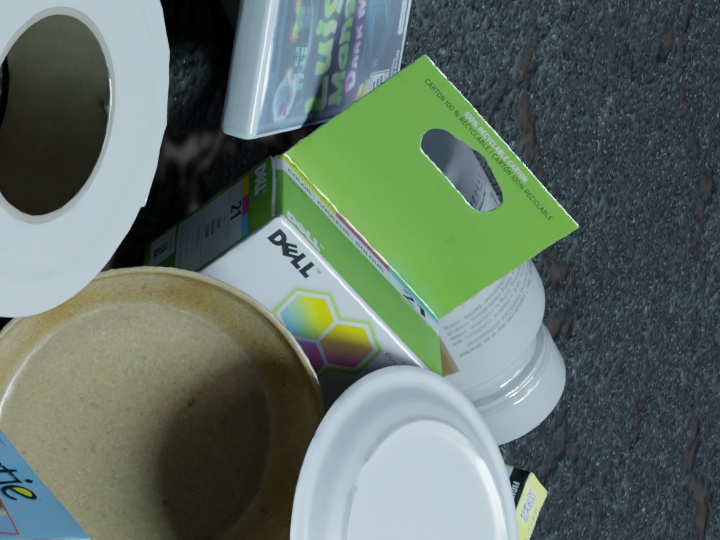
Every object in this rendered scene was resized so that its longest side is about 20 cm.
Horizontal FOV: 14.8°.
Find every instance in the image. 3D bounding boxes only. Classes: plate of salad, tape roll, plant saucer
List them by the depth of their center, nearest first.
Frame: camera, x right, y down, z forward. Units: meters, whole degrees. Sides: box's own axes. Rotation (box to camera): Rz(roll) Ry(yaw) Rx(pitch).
[{"bbox_3d":[-0.177,-0.080,1.351,0.202,0.071,0.203,-30,125,-53],"label":"tape roll"},{"bbox_3d":[-0.117,0.092,1.459,0.035,0.200,0.201,-133,-132,-73],"label":"plant saucer"},{"bbox_3d":[0.019,0.151,1.479,0.200,0.048,0.201,8,80,-52],"label":"plate of salad"}]

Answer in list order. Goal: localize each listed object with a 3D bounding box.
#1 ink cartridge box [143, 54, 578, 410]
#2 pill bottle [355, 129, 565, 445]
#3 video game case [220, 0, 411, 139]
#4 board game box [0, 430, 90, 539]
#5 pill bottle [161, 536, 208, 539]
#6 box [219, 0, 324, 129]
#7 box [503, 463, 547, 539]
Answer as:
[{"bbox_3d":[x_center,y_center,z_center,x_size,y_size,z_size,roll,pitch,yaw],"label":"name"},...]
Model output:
[{"bbox_3d":[0.000,0.000,1.515,0.148,0.200,0.076,46,21,-24],"label":"ink cartridge box"},{"bbox_3d":[0.046,0.009,1.651,0.114,0.114,0.200,-58,136,-30],"label":"pill bottle"},{"bbox_3d":[-0.011,-0.179,1.522,0.182,0.023,0.200,-19,122,-62],"label":"video game case"},{"bbox_3d":[-0.238,0.132,1.204,0.200,0.105,0.103,4,117,-39],"label":"board game box"},{"bbox_3d":[-0.103,0.198,1.547,0.111,0.111,0.200,16,87,-61],"label":"pill bottle"},{"bbox_3d":[-0.023,-0.198,1.575,0.159,0.048,0.200,-64,155,-23],"label":"box"},{"bbox_3d":[0.002,0.126,1.607,0.075,0.200,0.050,-67,158,-15],"label":"box"}]
